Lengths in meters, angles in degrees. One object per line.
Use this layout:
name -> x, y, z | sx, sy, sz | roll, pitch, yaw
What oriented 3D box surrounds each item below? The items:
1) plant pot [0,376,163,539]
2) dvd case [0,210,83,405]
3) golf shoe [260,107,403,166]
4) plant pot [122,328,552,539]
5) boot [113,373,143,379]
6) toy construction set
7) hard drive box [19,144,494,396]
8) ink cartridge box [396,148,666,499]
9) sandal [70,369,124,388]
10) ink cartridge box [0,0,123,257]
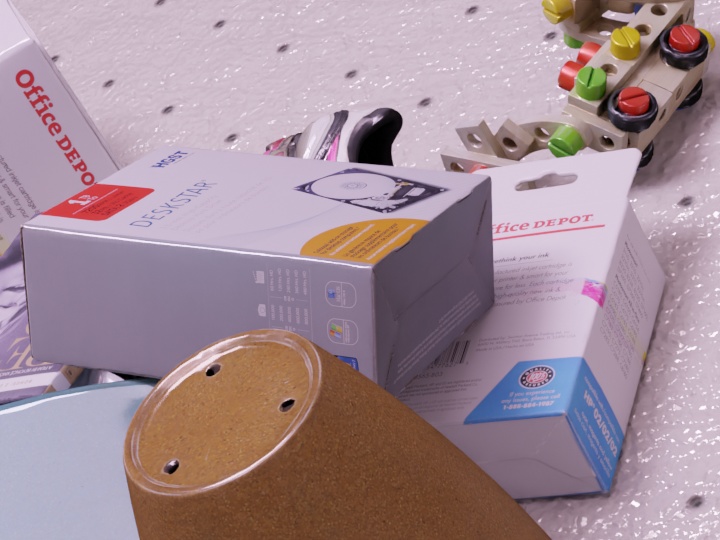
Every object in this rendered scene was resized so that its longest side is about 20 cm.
plant pot -> -0.122, 0.136, 1.262 | 0.200, 0.141, 0.142 | -20, 67, 4
dvd case -> -0.189, 0.020, 1.443 | 0.148, 0.016, 0.200 | -10, 34, 38
golf shoe -> 0.000, 0.000, 1.368 | 0.092, 0.073, 0.200 | -25, 65, 29
plant pot -> -0.015, 0.127, 1.041 | 0.186, 0.200, 0.187 | -21, 35, 16
boot -> -0.127, 0.061, 1.451 | 0.200, 0.069, 0.174 | -40, 45, 6
toy construction set -> 0.135, -0.121, 1.458 | 0.131, 0.092, 0.200 | 26, 69, 22
hard drive box -> -0.050, -0.001, 1.260 | 0.200, 0.077, 0.156 | 6, 21, 23
ink cartridge box -> 0.095, 0.029, 1.326 | 0.115, 0.068, 0.200 | -7, 42, 29
sandal -> -0.116, 0.120, 1.366 | 0.202, 0.050, 0.083 | 28, 84, 27
ink cartridge box -> -0.278, -0.069, 1.646 | 0.200, 0.145, 0.084 | -33, 36, -2
